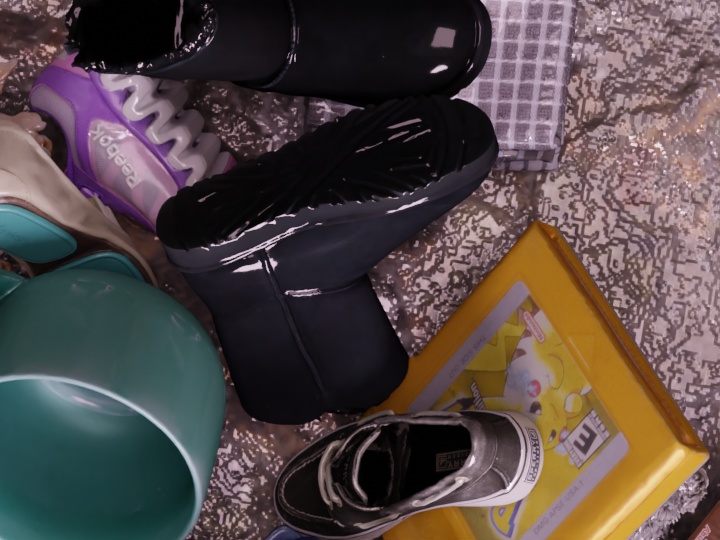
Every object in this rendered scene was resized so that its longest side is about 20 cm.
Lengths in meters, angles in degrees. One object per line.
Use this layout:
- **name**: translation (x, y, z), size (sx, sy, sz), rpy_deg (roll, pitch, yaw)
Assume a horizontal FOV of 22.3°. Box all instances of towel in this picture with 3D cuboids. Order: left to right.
- **towel**: translation (0.052, -0.163, 1.112), size (0.164, 0.086, 0.202), rpy_deg (5, 87, -3)

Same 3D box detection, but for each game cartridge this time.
- **game cartridge**: translation (0.083, 0.102, 1.042), size (0.200, 0.032, 0.177), rpy_deg (-49, 50, 24)

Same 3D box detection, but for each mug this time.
- **mug**: translation (-0.154, 0.062, 1.013), size (0.151, 0.115, 0.186), rpy_deg (-3, 130, 13)

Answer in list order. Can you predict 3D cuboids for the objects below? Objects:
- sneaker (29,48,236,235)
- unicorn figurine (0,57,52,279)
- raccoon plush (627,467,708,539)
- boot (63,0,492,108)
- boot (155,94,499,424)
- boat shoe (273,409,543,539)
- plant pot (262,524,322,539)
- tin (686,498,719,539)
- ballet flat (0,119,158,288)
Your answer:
- **sneaker**: translation (-0.129, -0.058, 1.101), size (0.088, 0.081, 0.201), rpy_deg (-29, 100, 15)
- **unicorn figurine**: translation (-0.261, -0.029, 1.084), size (0.136, 0.074, 0.202), rpy_deg (11, 79, 18)
- **raccoon plush**: translation (0.152, 0.174, 1.077), size (0.096, 0.134, 0.202), rpy_deg (3, 87, -5)
- **boot**: translation (-0.049, -0.130, 0.996), size (0.197, 0.162, 0.074), rpy_deg (4, 92, 33)
- **boot**: translation (0.000, 0.000, 1.041), size (0.199, 0.169, 0.077), rpy_deg (-20, 45, 6)
- **boat shoe**: translation (0.010, 0.112, 1.049), size (0.063, 0.199, 0.071), rpy_deg (13, 66, -43)
- **plant pot**: translation (-0.037, 0.270, 1.025), size (0.200, 0.180, 0.200), rpy_deg (-44, 102, -5)
- **tin**: translation (0.202, 0.193, 1.094), size (0.042, 0.112, 0.200), rpy_deg (37, 83, 25)
- **ballet flat**: translation (-0.170, -0.026, 1.050), size (0.069, 0.200, 0.070), rpy_deg (-7, 65, 15)
